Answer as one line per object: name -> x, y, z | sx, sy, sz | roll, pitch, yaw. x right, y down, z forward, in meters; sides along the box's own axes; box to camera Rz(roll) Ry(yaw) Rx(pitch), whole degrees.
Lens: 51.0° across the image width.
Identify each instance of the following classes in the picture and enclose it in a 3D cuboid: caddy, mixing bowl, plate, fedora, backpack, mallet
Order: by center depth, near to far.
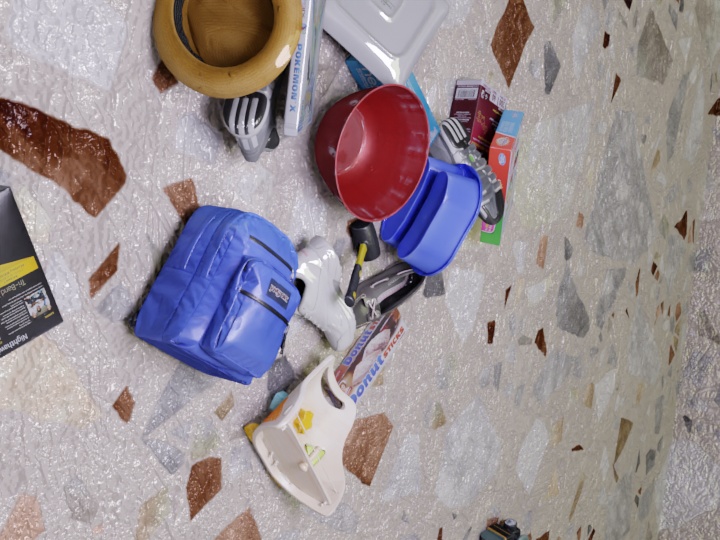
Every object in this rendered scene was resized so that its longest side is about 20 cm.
fedora -> -0.153, -0.296, 0.919 | 0.082, 0.196, 0.206 | 31, 72, -76
backpack -> -0.160, 0.028, 0.970 | 0.163, 0.165, 0.204 | 45, 60, -51
plate -> 0.033, -0.406, 1.143 | 0.198, 0.032, 0.202 | 38, 65, -15
mixing bowl -> 0.002, -0.188, 1.146 | 0.198, 0.107, 0.205 | -23, 124, -38
mallet -> 0.000, 0.000, 1.185 | 0.202, 0.040, 0.067 | -80, 156, -50
caddy -> 0.125, -0.091, 1.272 | 0.103, 0.142, 0.203 | 18, 109, -34

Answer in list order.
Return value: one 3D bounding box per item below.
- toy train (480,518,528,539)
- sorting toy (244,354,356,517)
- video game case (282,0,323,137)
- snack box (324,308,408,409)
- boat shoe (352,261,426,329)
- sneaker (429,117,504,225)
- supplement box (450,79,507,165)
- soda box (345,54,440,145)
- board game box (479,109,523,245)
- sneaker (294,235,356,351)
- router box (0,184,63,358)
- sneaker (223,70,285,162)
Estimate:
toy train -> 0.324, 0.675, 1.737 | 0.112, 0.084, 0.206 | -10, 107, -35
sorting toy -> -0.071, 0.233, 1.164 | 0.181, 0.105, 0.203 | -49, 131, -37
video game case -> -0.072, -0.283, 1.008 | 0.200, 0.021, 0.187 | -82, 180, -74
snack box -> 0.013, 0.150, 1.302 | 0.201, 0.024, 0.073 | -53, 132, -29
boat shoe -> 0.038, 0.042, 1.285 | 0.199, 0.056, 0.068 | -35, 123, -40
sneaker -> 0.173, -0.162, 1.352 | 0.074, 0.115, 0.203 | -27, 90, -40
supplement box -> 0.213, -0.245, 1.434 | 0.108, 0.060, 0.206 | 12, 89, -51
soda box -> 0.056, -0.283, 1.235 | 0.065, 0.067, 0.201 | -56, 134, -25
board game box -> 0.267, -0.176, 1.426 | 0.154, 0.039, 0.204 | -61, 157, -49
sneaker -> -0.071, 0.049, 1.159 | 0.098, 0.078, 0.204 | -29, 122, -20
router box -> -0.416, 0.026, 0.748 | 0.199, 0.051, 0.161 | -35, 123, -41
sneaker -> -0.135, -0.235, 1.021 | 0.116, 0.073, 0.204 | 84, 16, -60
